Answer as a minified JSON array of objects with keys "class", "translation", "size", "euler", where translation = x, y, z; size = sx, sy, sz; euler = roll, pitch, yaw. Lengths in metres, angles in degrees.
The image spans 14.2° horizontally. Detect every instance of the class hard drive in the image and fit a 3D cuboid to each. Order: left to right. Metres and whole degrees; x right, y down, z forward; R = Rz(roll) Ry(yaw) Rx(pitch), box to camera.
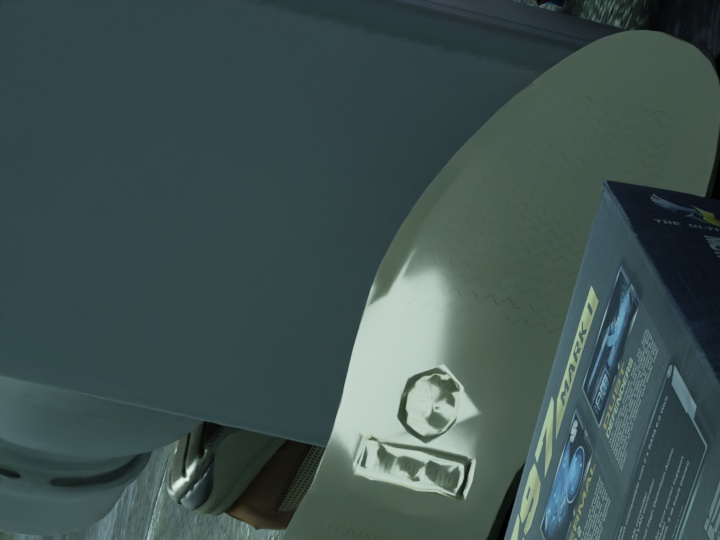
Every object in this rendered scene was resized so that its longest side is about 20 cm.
[{"class":"hard drive","translation":[-0.025,-0.019,0.730],"size":[0.026,0.199,0.132],"euler":[-94,19,-57]}]

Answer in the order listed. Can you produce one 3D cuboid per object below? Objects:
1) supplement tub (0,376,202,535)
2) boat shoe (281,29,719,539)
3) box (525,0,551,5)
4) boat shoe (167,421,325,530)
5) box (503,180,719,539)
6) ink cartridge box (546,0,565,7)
[{"class":"supplement tub","translation":[-0.077,-0.038,0.838],"size":[0.200,0.144,0.145],"euler":[-58,17,22]},{"class":"boat shoe","translation":[0.035,0.041,0.678],"size":[0.073,0.063,0.202],"euler":[19,81,37]},{"class":"box","translation":[-0.003,-0.158,0.750],"size":[0.095,0.199,0.103],"euler":[-24,-44,-57]},{"class":"boat shoe","translation":[0.012,0.021,0.862],"size":[0.200,0.072,0.076],"euler":[-47,20,52]},{"class":"box","translation":[0.055,0.100,0.556],"size":[0.158,0.051,0.201],"euler":[-108,32,-71]},{"class":"ink cartridge box","translation":[0.049,-0.191,0.918],"size":[0.115,0.067,0.201],"euler":[-129,53,-79]}]
